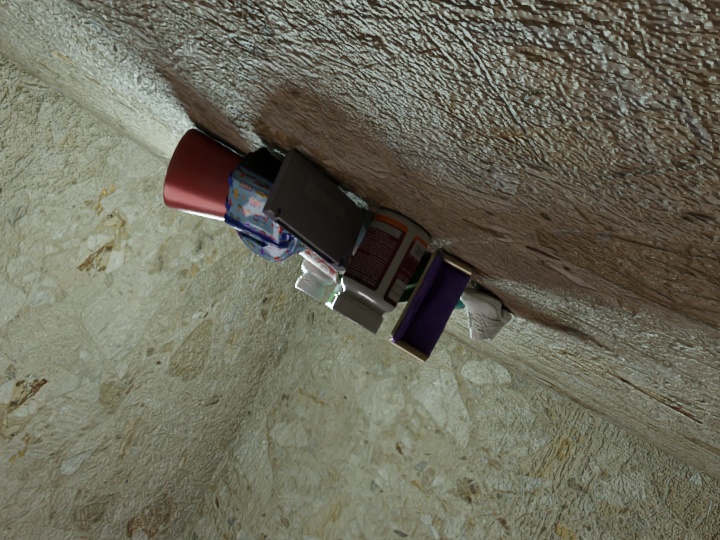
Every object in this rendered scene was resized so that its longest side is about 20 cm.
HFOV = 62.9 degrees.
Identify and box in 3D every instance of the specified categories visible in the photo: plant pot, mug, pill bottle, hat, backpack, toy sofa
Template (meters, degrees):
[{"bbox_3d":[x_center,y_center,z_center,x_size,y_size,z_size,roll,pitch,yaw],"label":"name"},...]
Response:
[{"bbox_3d":[-0.349,-0.214,1.409,0.174,0.205,0.200,20,176,-3],"label":"plant pot"},{"bbox_3d":[-0.100,-0.089,1.671,0.198,0.180,0.133,33,-147,16],"label":"mug"},{"bbox_3d":[-0.116,-0.019,1.802,0.113,0.203,0.114,28,175,2],"label":"pill bottle"},{"bbox_3d":[0.034,0.003,1.066,0.113,0.203,0.114,29,175,3],"label":"pill bottle"},{"bbox_3d":[0.112,-0.035,1.304,0.196,0.180,0.165,-17,164,19],"label":"hat"},{"bbox_3d":[-0.177,-0.106,1.153,0.180,0.135,0.202,30,131,7],"label":"backpack"},{"bbox_3d":[0.136,0.068,1.125,0.082,0.203,0.098,28,-179,12],"label":"toy sofa"}]

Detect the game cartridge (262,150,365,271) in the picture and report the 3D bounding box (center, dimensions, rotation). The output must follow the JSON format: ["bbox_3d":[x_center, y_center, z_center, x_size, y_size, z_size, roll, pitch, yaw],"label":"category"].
[{"bbox_3d":[-0.078,-0.105,1.057,0.038,0.132,0.199,-11,142,42],"label":"game cartridge"}]

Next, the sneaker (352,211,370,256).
[{"bbox_3d":[0.033,-0.026,1.190,0.202,0.081,0.074,61,-177,-25],"label":"sneaker"}]

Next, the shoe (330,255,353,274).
[{"bbox_3d":[-0.052,-0.044,1.223,0.202,0.053,0.070,58,-165,-6],"label":"shoe"}]

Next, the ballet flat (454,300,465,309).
[{"bbox_3d":[0.178,0.034,1.409,0.197,0.074,0.073,21,172,30],"label":"ballet flat"}]

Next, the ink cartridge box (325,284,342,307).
[{"bbox_3d":[-0.024,0.032,1.760,0.047,0.203,0.145,29,176,-14],"label":"ink cartridge box"}]

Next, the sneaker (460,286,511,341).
[{"bbox_3d":[0.270,0.107,1.308,0.077,0.101,0.199,25,173,43],"label":"sneaker"}]

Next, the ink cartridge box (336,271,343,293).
[{"bbox_3d":[0.000,0.000,1.333,0.148,0.074,0.204,39,-148,-66],"label":"ink cartridge box"}]
